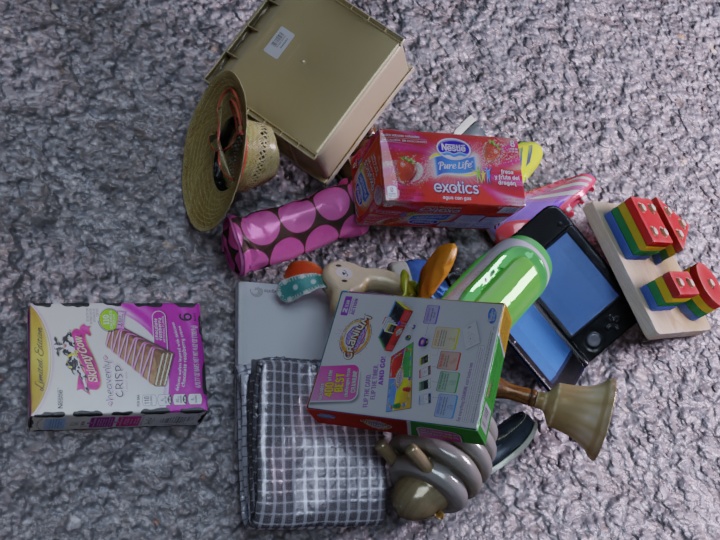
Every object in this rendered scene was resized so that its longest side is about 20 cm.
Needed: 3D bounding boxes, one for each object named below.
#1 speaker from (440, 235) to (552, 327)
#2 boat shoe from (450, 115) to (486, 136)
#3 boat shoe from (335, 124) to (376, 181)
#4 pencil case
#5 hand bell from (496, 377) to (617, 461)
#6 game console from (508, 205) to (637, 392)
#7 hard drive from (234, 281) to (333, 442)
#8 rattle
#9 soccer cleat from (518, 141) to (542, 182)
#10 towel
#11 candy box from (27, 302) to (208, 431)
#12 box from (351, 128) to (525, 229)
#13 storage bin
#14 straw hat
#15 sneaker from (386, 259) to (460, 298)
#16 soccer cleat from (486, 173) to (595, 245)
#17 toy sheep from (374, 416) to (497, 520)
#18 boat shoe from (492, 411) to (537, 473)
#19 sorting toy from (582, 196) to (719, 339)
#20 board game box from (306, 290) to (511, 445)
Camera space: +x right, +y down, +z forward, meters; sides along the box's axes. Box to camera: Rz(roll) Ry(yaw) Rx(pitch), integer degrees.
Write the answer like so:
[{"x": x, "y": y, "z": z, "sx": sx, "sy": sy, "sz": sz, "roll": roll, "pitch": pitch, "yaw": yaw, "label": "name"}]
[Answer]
[{"x": 0.154, "y": 0.039, "z": 1.339, "sx": 0.088, "sy": 0.089, "sz": 0.200, "roll": 44, "pitch": 52, "yaw": 5, "label": "speaker"}, {"x": 0.116, "y": -0.137, "z": 1.533, "sx": 0.062, "sy": 0.073, "sz": 0.200, "roll": 45, "pitch": 59, "yaw": -3, "label": "boat shoe"}, {"x": -0.013, "y": -0.182, "z": 1.512, "sx": 0.072, "sy": 0.068, "sz": 0.201, "roll": -27, "pitch": 77, "yaw": -28, "label": "boat shoe"}, {"x": -0.085, "y": -0.057, "z": 1.418, "sx": 0.199, "sy": 0.094, "sz": 0.092, "roll": -18, "pitch": 117, "yaw": -26, "label": "pencil case"}, {"x": 0.205, "y": 0.157, "z": 1.368, "sx": 0.198, "sy": 0.104, "sz": 0.105, "roll": 15, "pitch": 60, "yaw": 7, "label": "hand bell"}, {"x": 0.258, "y": 0.040, "z": 1.453, "sx": 0.170, "sy": 0.118, "sz": 0.200, "roll": -40, "pitch": 91, "yaw": 5, "label": "game console"}, {"x": -0.089, "y": 0.114, "z": 1.366, "sx": 0.131, "sy": 0.027, "sz": 0.202, "roll": 5, "pitch": 64, "yaw": -17, "label": "hard drive"}, {"x": 0.000, "y": 0.000, "z": 1.336, "sx": 0.199, "sy": 0.143, "sz": 0.130, "roll": 32, "pitch": 57, "yaw": 16, "label": "rattle"}, {"x": 0.197, "y": -0.117, "z": 1.541, "sx": 0.199, "sy": 0.065, "sz": 0.083, "roll": -32, "pitch": 51, "yaw": -33, "label": "soccer cleat"}, {"x": -0.055, "y": 0.196, "z": 1.277, "sx": 0.164, "sy": 0.086, "sz": 0.202, "roll": 2, "pitch": 76, "yaw": -19, "label": "towel"}, {"x": -0.282, "y": 0.109, "z": 1.280, "sx": 0.198, "sy": 0.061, "sz": 0.138, "roll": 0, "pitch": 66, "yaw": -19, "label": "candy box"}, {"x": 0.097, "y": -0.113, "z": 1.399, "sx": 0.198, "sy": 0.100, "sz": 0.096, "roll": 1, "pitch": 74, "yaw": -22, "label": "box"}, {"x": -0.069, "y": -0.257, "z": 1.456, "sx": 0.198, "sy": 0.094, "sz": 0.201, "roll": 35, "pitch": 83, "yaw": 14, "label": "storage bin"}, {"x": -0.147, "y": -0.143, "z": 1.381, "sx": 0.084, "sy": 0.201, "sz": 0.203, "roll": 5, "pitch": 63, "yaw": -31, "label": "straw hat"}, {"x": 0.107, "y": 0.074, "z": 1.425, "sx": 0.110, "sy": 0.077, "sz": 0.201, "roll": -7, "pitch": 61, "yaw": -12, "label": "sneaker"}, {"x": 0.257, "y": -0.095, "z": 1.571, "sx": 0.200, "sy": 0.067, "sz": 0.077, "roll": -36, "pitch": 76, "yaw": -27, "label": "soccer cleat"}, {"x": 0.094, "y": 0.198, "z": 1.266, "sx": 0.137, "sy": 0.138, "sz": 0.201, "roll": 35, "pitch": 63, "yaw": -1, "label": "toy sheep"}, {"x": 0.135, "y": 0.227, "z": 1.366, "sx": 0.199, "sy": 0.075, "sz": 0.062, "roll": -33, "pitch": 90, "yaw": -20, "label": "boat shoe"}, {"x": 0.419, "y": -0.013, "z": 1.531, "sx": 0.198, "sy": 0.069, "sz": 0.201, "roll": 1, "pitch": 61, "yaw": -53, "label": "sorting toy"}, {"x": 0.054, "y": 0.103, "z": 1.220, "sx": 0.198, "sy": 0.040, "sz": 0.154, "roll": 5, "pitch": 61, "yaw": 23, "label": "board game box"}]
